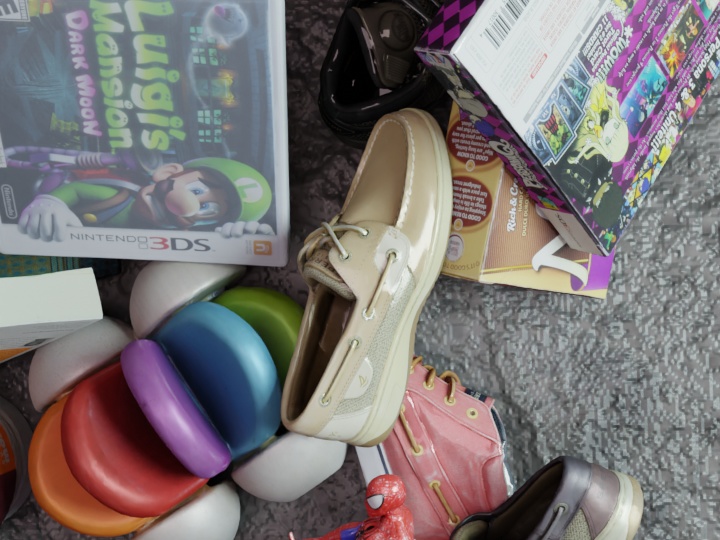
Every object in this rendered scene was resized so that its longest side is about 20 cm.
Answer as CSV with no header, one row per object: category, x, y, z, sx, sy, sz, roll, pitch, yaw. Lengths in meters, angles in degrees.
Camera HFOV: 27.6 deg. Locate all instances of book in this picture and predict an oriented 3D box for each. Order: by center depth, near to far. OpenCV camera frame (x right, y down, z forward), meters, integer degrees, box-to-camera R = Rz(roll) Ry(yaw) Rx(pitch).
book,-0.274,0.044,0.903,0.199,0.133,0.048,-17,83,38

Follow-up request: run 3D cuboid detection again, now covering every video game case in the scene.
video game case,0.137,-0.140,0.824,0.036,0.181,0.200,15,67,48
video game case,-0.132,-0.084,0.840,0.181,0.023,0.201,2,133,1

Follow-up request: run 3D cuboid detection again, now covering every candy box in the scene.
candy box,0.111,-0.089,0.875,0.056,0.116,0.201,14,94,48

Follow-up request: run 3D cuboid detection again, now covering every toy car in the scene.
toy car,-0.117,0.088,0.906,0.200,0.150,0.175,-35,85,9

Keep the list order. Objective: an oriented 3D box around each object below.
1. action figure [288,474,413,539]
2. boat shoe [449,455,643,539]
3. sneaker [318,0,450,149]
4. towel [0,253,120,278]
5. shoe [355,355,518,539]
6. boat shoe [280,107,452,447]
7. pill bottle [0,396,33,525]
action figure,-0.020,0.204,0.892,0.098,0.065,0.201,9,116,-5
boat shoe,0.080,0.175,0.876,0.065,0.072,0.200,35,122,-18
sneaker,0.055,-0.152,0.891,0.199,0.114,0.076,-36,85,4
towel,-0.247,-0.036,0.909,0.199,0.147,0.022,-11,47,-20
shoe,0.036,0.079,0.922,0.091,0.071,0.201,-17,93,9
boat shoe,0.000,0.000,0.849,0.065,0.072,0.201,14,89,-33
pill bottle,-0.282,0.131,0.911,0.114,0.200,0.115,0,92,10
